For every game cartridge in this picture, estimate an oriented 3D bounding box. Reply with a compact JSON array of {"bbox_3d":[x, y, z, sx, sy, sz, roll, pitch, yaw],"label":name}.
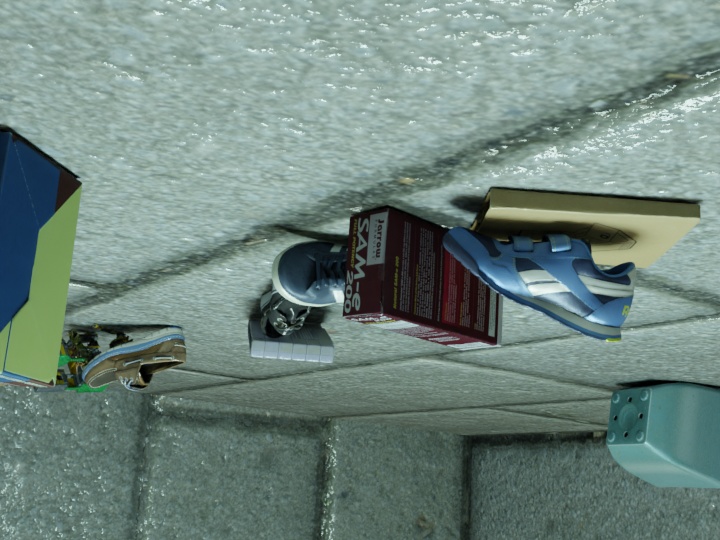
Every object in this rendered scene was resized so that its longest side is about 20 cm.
[{"bbox_3d":[-0.109,0.109,1.498,0.127,0.039,0.200,10,-175,-8],"label":"game cartridge"}]

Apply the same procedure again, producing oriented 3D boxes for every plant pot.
[{"bbox_3d":[0.622,0.328,2.015,0.197,0.200,0.195,21,160,-24],"label":"plant pot"}]

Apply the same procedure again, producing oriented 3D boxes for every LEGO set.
[{"bbox_3d":[-0.519,0.140,1.762,0.197,0.117,0.154,-3,144,-39],"label":"LEGO set"}]

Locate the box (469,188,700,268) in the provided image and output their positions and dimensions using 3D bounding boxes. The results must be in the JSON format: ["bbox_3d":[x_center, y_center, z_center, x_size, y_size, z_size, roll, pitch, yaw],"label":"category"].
[{"bbox_3d":[0.212,-0.039,0.962,0.196,0.022,0.164,5,165,0],"label":"box"}]

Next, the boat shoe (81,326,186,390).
[{"bbox_3d":[-0.397,0.168,1.702,0.197,0.073,0.072,-26,154,8],"label":"boat shoe"}]

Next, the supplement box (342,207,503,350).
[{"bbox_3d":[0.072,0.015,1.033,0.060,0.111,0.198,-9,161,43],"label":"supplement box"}]

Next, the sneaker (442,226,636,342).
[{"bbox_3d":[0.174,-0.005,0.935,0.197,0.083,0.074,24,-169,-5],"label":"sneaker"}]

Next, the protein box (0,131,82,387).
[{"bbox_3d":[-0.382,-0.006,0.873,0.196,0.203,0.135,1,166,13],"label":"protein box"}]

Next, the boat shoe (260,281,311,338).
[{"bbox_3d":[-0.102,0.056,1.334,0.069,0.068,0.200,9,166,-19],"label":"boat shoe"}]

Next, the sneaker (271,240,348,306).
[{"bbox_3d":[0.000,0.000,1.078,0.197,0.077,0.084,0,172,-33],"label":"sneaker"}]
